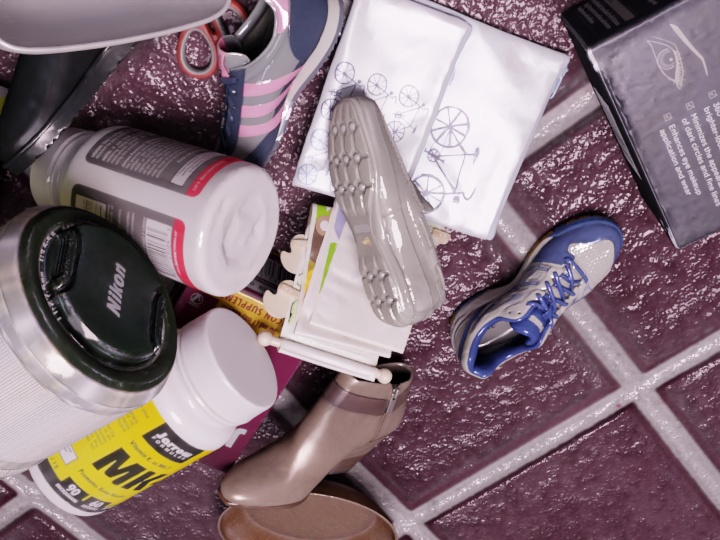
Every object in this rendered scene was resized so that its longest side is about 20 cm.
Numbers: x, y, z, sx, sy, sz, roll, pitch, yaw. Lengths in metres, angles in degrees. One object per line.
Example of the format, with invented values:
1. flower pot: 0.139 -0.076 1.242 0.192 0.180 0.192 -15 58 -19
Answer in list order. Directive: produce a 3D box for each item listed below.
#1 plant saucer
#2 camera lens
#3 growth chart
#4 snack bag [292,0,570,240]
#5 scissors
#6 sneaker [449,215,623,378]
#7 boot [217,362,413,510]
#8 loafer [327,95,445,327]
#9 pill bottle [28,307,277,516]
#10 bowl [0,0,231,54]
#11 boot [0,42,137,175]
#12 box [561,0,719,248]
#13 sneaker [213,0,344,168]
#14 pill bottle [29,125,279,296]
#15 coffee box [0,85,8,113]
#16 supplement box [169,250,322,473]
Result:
1. plant saucer: -0.057 0.279 0.979 0.200 0.037 0.201 2 138 2
2. camera lens: -0.250 0.058 0.652 0.200 0.160 0.160 -29 115 22
3. growth chart: 0.000 0.000 0.795 0.144 0.018 0.201 27 73 -10
4. snack bag: 0.061 -0.130 0.768 0.199 0.021 0.189 19 105 -11
5. scissors: -0.140 -0.251 0.726 0.073 0.014 0.201 -11 117 8
6. sneaker: 0.174 0.033 0.842 0.075 0.088 0.200 41 110 -18
7. boot: -0.036 0.153 0.871 0.200 0.070 0.147 -9 135 -47
8. loafer: 0.025 -0.052 0.752 0.070 0.070 0.201 -23 106 -33
9. pill bottle: -0.178 0.119 0.755 0.200 0.114 0.114 -31 115 17
10. bowl: -0.207 -0.257 0.628 0.199 0.075 0.201 -21 104 -32
11. boot: -0.271 -0.198 0.689 0.162 0.073 0.198 40 85 -28
12. box: 0.301 -0.159 0.719 0.200 0.118 0.197 -26 116 14
13. sneaker: -0.095 -0.155 0.729 0.082 0.070 0.200 8 126 -38
14. pill bottle: -0.177 -0.059 0.740 0.199 0.111 0.111 19 122 24
15. coffee box: -0.431 -0.067 0.707 0.197 0.200 0.200 21 116 -4
16. supplement box: -0.137 0.076 0.854 0.131 0.103 0.200 26 116 -14
